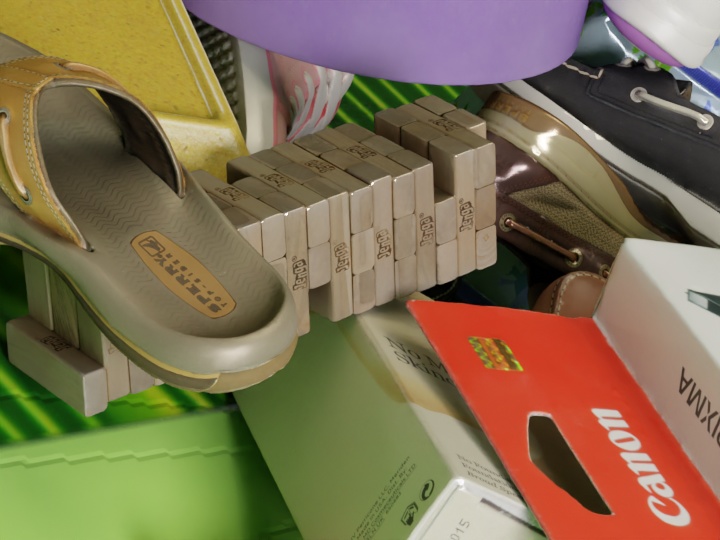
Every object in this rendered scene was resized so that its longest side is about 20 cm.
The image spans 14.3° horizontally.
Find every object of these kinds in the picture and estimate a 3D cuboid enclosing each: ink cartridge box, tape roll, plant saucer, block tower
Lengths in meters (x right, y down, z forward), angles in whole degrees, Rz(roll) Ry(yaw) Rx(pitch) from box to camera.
[{"bbox_3d":[0.130,0.058,1.026,0.173,0.044,0.200,7,31,-28],"label":"ink cartridge box"},{"bbox_3d":[0.009,-0.161,1.249,0.198,0.085,0.200,10,27,-5],"label":"tape roll"},{"bbox_3d":[-0.137,-0.094,1.115,0.199,0.049,0.201,6,43,-35],"label":"plant saucer"},{"bbox_3d":[-0.034,-0.010,1.067,0.199,0.058,0.054,-21,32,-32],"label":"block tower"}]

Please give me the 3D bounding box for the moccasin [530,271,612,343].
[{"bbox_3d":[0.105,0.071,1.126,0.073,0.078,0.202,21,36,-17],"label":"moccasin"}]

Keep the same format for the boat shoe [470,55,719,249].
[{"bbox_3d":[0.130,-0.058,1.262,0.199,0.060,0.074,34,-7,23],"label":"boat shoe"}]

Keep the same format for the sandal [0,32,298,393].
[{"bbox_3d":[-0.098,-0.036,0.982,0.200,0.054,0.080,38,52,21],"label":"sandal"}]

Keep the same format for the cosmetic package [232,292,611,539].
[{"bbox_3d":[0.027,0.076,1.079,0.105,0.071,0.200,28,14,-28],"label":"cosmetic package"}]

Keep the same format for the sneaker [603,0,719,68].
[{"bbox_3d":[0.163,-0.159,1.296,0.075,0.100,0.200,34,23,-7],"label":"sneaker"}]

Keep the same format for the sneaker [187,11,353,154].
[{"bbox_3d":[-0.041,-0.077,1.269,0.104,0.075,0.201,25,26,-29],"label":"sneaker"}]

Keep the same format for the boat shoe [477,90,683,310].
[{"bbox_3d":[0.101,0.006,1.259,0.072,0.072,0.200,23,-16,49],"label":"boat shoe"}]

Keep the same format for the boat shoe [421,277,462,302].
[{"bbox_3d":[-0.001,-0.001,1.226,0.072,0.066,0.200,54,26,15],"label":"boat shoe"}]

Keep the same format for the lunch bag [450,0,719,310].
[{"bbox_3d":[0.142,-0.033,1.379,0.200,0.170,0.128,36,25,-15],"label":"lunch bag"}]
